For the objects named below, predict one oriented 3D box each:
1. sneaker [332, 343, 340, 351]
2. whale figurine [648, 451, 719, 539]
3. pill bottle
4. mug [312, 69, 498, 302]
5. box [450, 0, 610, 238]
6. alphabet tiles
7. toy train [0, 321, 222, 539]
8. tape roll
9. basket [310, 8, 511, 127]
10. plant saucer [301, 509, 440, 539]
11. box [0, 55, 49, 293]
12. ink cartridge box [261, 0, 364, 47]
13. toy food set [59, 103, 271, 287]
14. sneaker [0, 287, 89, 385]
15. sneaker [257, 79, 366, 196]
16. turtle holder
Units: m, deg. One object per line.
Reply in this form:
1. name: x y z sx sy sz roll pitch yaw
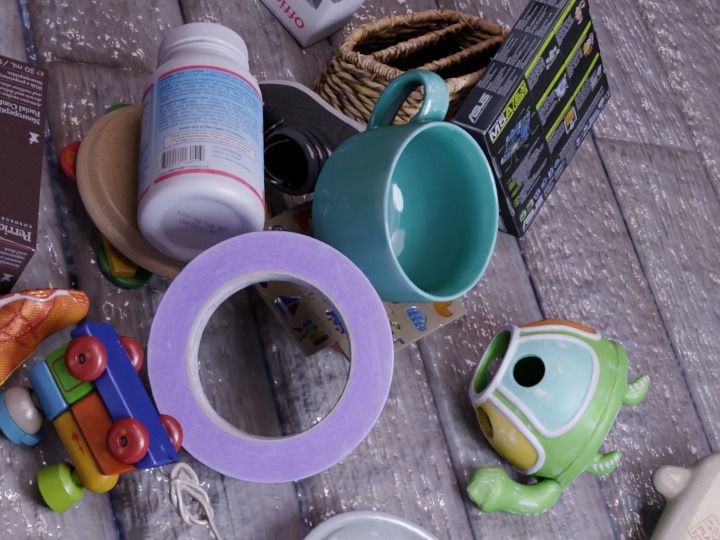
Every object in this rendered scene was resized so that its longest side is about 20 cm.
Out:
1. sneaker: 0.015 -0.006 1.563 0.077 0.073 0.201 38 44 -8
2. whale figurine: 0.322 0.260 1.590 0.199 0.104 0.160 -30 76 -20
3. pill bottle: -0.138 -0.115 1.453 0.108 0.109 0.202 17 50 -25
4. mug: 0.037 -0.062 1.463 0.152 0.114 0.186 47 57 -34
5. box: 0.177 -0.164 1.689 0.047 0.194 0.201 22 69 31
6. alphabet tiles: 0.000 0.000 1.507 0.199 0.006 0.167 -26 69 -32
7. toy train: -0.196 0.152 1.280 0.201 0.115 0.085 61 13 10
8. tape roll: -0.072 0.071 1.363 0.198 0.085 0.202 0 85 -2
9. basket: 0.063 -0.212 1.713 0.199 0.149 0.143 -25 74 -43
10. plant saucer: 0.016 0.296 1.358 0.198 0.050 0.202 20 47 -23
11. box: -0.323 -0.090 1.398 0.099 0.075 0.202 15 52 -26
12. ink cartridge box: -0.040 -0.351 1.709 0.146 0.200 0.085 48 49 6
13. toy food set: -0.172 -0.070 1.507 0.196 0.049 0.202 2 57 -34
14. sneaker: -0.296 0.064 1.315 0.199 0.073 0.078 -24 94 -40
15. sneaker: -0.076 -0.127 1.552 0.099 0.071 0.199 -11 31 -44
16. turtle holder: 0.164 0.131 1.546 0.131 0.186 0.141 29 13 -14
